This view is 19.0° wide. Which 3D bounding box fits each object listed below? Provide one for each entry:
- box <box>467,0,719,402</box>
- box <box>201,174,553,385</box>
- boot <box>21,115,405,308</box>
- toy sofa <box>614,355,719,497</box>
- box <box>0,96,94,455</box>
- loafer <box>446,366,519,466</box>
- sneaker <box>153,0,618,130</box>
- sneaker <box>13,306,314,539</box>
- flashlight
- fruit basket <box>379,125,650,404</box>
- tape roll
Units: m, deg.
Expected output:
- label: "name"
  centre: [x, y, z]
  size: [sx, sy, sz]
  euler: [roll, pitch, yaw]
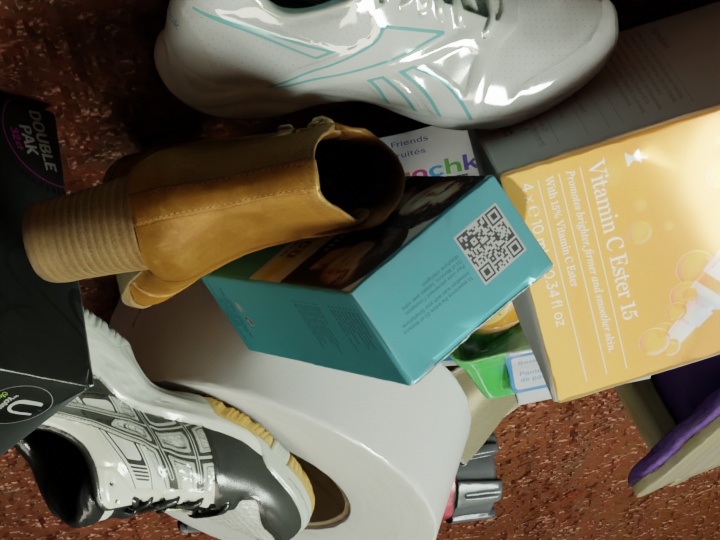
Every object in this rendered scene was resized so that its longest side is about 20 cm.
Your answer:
- label: "box"
  centre: [0.159, -0.041, 0.965]
  size: [0.199, 0.098, 0.125]
  euler: [-18, 120, 0]
- label: "box"
  centre: [0.000, 0.000, 0.958]
  size: [0.082, 0.049, 0.200]
  euler: [-39, -165, -17]
- label: "boot"
  centre: [-0.048, -0.027, 0.944]
  size: [0.143, 0.071, 0.201]
  euler: [-10, -178, 14]
- label: "toy sofa"
  centre: [0.210, 0.044, 1.207]
  size: [0.097, 0.083, 0.200]
  euler: [-17, 159, -30]
- label: "box"
  centre: [-0.235, -0.004, 0.913]
  size: [0.200, 0.149, 0.124]
  euler: [16, 141, -40]
- label: "loafer"
  centre: [0.057, 0.076, 1.252]
  size: [0.200, 0.068, 0.076]
  euler: [-26, 149, 27]
- label: "sneaker"
  centre: [0.017, -0.105, 0.898]
  size: [0.199, 0.071, 0.080]
  euler: [-3, 149, -13]
- label: "sneaker"
  centre: [-0.113, 0.095, 1.045]
  size: [0.200, 0.088, 0.076]
  euler: [34, 146, -25]
- label: "flashlight"
  centre: [-0.015, 0.131, 1.333]
  size: [0.199, 0.068, 0.068]
  euler: [-6, 149, -12]
- label: "fruit basket"
  centre: [0.098, -0.014, 1.074]
  size: [0.185, 0.094, 0.200]
  euler: [-11, 149, 1]
- label: "tape roll"
  centre: [-0.046, 0.082, 1.142]
  size: [0.202, 0.071, 0.203]
  euler: [16, 152, 9]
